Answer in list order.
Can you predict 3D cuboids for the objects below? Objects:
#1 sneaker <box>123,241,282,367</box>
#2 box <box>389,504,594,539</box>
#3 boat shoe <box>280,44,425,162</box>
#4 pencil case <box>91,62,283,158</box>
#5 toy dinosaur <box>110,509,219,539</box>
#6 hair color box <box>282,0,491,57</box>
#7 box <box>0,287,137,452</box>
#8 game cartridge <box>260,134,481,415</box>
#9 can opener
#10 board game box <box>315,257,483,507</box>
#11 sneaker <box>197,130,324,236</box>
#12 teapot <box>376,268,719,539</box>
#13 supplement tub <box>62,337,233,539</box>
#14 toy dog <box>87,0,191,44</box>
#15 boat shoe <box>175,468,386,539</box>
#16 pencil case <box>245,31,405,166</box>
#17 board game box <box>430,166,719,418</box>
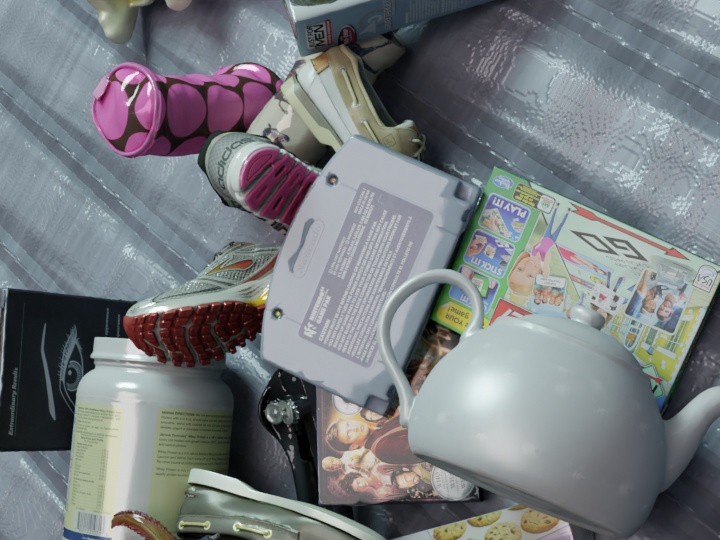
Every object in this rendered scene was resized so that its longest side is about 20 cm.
[{"bbox_3d":[-0.116,0.023,1.226,0.082,0.199,0.078,53,146,35],"label":"sneaker"},{"bbox_3d":[0.092,0.222,1.126,0.199,0.039,0.042,-21,72,31],"label":"box"},{"bbox_3d":[0.021,-0.099,1.166,0.068,0.075,0.200,-39,96,10],"label":"boat shoe"},{"bbox_3d":[-0.154,-0.149,1.252,0.094,0.200,0.091,50,117,16],"label":"pencil case"},{"bbox_3d":[-0.091,0.276,1.166,0.105,0.181,0.200,-44,44,6],"label":"toy dinosaur"},{"bbox_3d":[0.028,-0.261,1.164,0.199,0.061,0.099,-17,70,-4],"label":"hair color box"},{"bbox_3d":[-0.303,0.095,1.320,0.104,0.200,0.149,0,84,35],"label":"box"},{"bbox_3d":[0.000,0.000,1.123,0.133,0.041,0.201,24,98,7],"label":"game cartridge"},{"bbox_3d":[-0.036,0.172,1.205,0.063,0.078,0.201,-18,84,40],"label":"can opener"},{"bbox_3d":[0.030,0.094,1.158,0.135,0.035,0.201,-4,80,10],"label":"board game box"},{"bbox_3d":[-0.068,-0.069,1.182,0.087,0.200,0.074,32,92,34],"label":"sneaker"},{"bbox_3d":[0.134,0.093,0.997,0.197,0.200,0.147,11,76,50],"label":"teapot"},{"bbox_3d":[-0.191,0.166,1.266,0.144,0.145,0.201,2,84,35],"label":"supplement tub"},{"bbox_3d":[-0.184,-0.335,1.356,0.199,0.140,0.194,-13,39,34],"label":"toy dog"},{"bbox_3d":[-0.066,0.219,1.153,0.201,0.072,0.061,12,73,30],"label":"boat shoe"},{"bbox_3d":[-0.039,-0.149,1.240,0.078,0.089,0.200,36,102,2],"label":"pencil case"},{"bbox_3d":[0.168,0.019,1.083,0.199,0.029,0.135,26,98,22],"label":"board game box"}]
